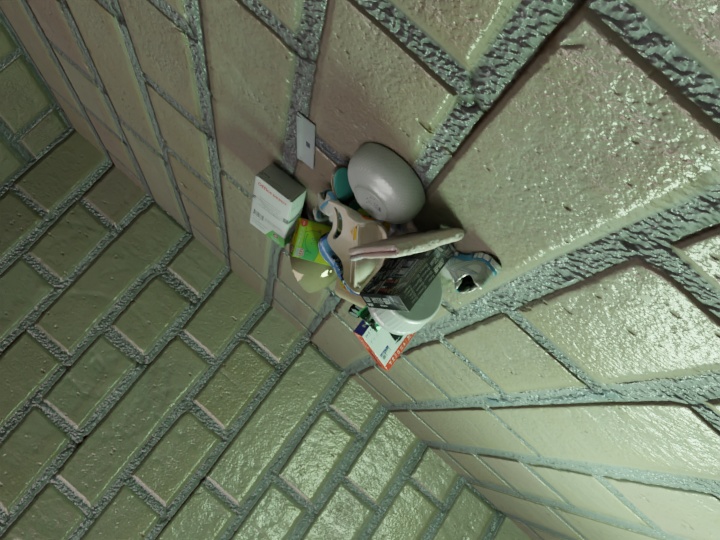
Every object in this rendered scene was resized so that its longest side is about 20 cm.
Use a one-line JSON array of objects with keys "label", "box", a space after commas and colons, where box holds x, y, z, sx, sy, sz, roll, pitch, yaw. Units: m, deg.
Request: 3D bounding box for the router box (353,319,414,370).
[{"label": "router box", "box": [0.090, 0.178, 1.726, 0.048, 0.201, 0.181, 17, 152, 49]}]

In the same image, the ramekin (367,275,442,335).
[{"label": "ramekin", "box": [0.117, 0.055, 1.414, 0.200, 0.202, 0.098, 41, 155, -5]}]

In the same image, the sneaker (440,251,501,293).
[{"label": "sneaker", "box": [0.229, 0.010, 1.254, 0.075, 0.087, 0.199, 43, 163, -16]}]

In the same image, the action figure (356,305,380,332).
[{"label": "action figure", "box": [0.083, 0.069, 1.499, 0.054, 0.202, 0.118, 32, 172, 40]}]

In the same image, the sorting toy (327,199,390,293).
[{"label": "sorting toy", "box": [-0.023, -0.085, 1.346, 0.179, 0.105, 0.205, 36, 137, 34]}]

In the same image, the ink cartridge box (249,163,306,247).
[{"label": "ink cartridge box", "box": [-0.252, -0.196, 1.669, 0.144, 0.084, 0.202, 36, 140, 11]}]

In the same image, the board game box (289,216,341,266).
[{"label": "board game box", "box": [-0.088, -0.070, 1.509, 0.194, 0.105, 0.048, 14, -174, -20]}]

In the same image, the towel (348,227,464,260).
[{"label": "towel", "box": [0.097, -0.057, 1.199, 0.189, 0.196, 0.033, -2, 102, 55]}]

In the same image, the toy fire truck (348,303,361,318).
[{"label": "toy fire truck", "box": [0.064, 0.151, 1.875, 0.196, 0.131, 0.176, 29, 161, -3]}]

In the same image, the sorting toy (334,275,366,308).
[{"label": "sorting toy", "box": [0.000, 0.000, 1.569, 0.036, 0.207, 0.182, 2, -166, -44]}]

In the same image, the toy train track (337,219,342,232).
[{"label": "toy train track", "box": [0.010, -0.062, 1.472, 0.199, 0.116, 0.032, 39, 167, -15]}]

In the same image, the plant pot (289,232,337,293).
[{"label": "plant pot", "box": [-0.115, -0.045, 1.710, 0.131, 0.204, 0.202, -14, 133, 24]}]

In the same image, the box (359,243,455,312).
[{"label": "box", "box": [0.109, 0.003, 1.281, 0.156, 0.201, 0.050, -1, 133, 55]}]

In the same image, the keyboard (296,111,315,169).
[{"label": "keyboard", "box": [-0.136, -0.320, 1.373, 0.055, 0.011, 0.201, 34, 161, 6]}]

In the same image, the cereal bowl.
[{"label": "cereal bowl", "box": [0.044, -0.176, 1.213, 0.198, 0.084, 0.201, 37, 161, 15]}]

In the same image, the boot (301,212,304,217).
[{"label": "boot", "box": [-0.240, -0.165, 1.836, 0.181, 0.066, 0.201, 15, 154, 27]}]

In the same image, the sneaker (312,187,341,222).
[{"label": "sneaker", "box": [-0.085, -0.180, 1.498, 0.199, 0.075, 0.083, 8, 119, 68]}]

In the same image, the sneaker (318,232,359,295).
[{"label": "sneaker", "box": [-0.038, -0.016, 1.463, 0.202, 0.078, 0.089, 53, 175, -18]}]

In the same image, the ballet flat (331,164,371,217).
[{"label": "ballet flat", "box": [-0.031, -0.194, 1.363, 0.068, 0.067, 0.202, 61, 178, 44]}]
